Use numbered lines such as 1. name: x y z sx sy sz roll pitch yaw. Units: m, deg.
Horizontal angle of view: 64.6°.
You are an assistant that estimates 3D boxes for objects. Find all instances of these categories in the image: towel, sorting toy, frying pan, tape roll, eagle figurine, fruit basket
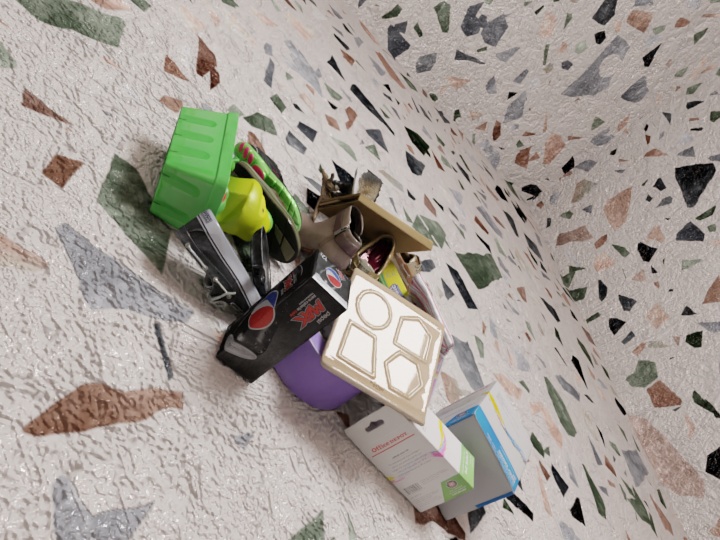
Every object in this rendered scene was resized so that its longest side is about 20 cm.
1. towel: 0.131 0.102 1.131 0.201 0.029 0.149 91 -25 -72
2. sorting toy: 0.038 0.114 0.873 0.182 0.037 0.203 32 45 -13
3. frying pan: -0.152 0.010 0.870 0.192 0.030 0.118 -100 -174 -57
4. tape roll: -0.057 0.112 0.920 0.199 0.084 0.203 41 28 -27
5. eagle figurine: -0.013 -0.146 1.264 0.197 0.154 0.152 26 16 -36
6. fruit basket: -0.213 -0.133 0.896 0.211 0.157 0.219 23 38 -18

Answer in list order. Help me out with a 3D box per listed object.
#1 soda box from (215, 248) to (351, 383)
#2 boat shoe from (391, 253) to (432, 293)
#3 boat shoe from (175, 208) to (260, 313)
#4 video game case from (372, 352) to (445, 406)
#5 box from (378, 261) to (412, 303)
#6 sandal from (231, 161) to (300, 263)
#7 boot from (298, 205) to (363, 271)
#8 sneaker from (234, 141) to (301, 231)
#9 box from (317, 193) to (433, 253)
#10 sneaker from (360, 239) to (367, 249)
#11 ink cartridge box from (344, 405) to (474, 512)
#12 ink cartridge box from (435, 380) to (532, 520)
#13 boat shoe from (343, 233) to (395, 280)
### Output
1. soda box: -0.104 0.065 0.760 0.070 0.199 0.064 40 27 -21
2. boat shoe: 0.112 -0.004 1.362 0.200 0.071 0.076 46 27 -16
3. boat shoe: -0.194 0.014 0.810 0.074 0.067 0.202 47 -16 48
4. video game case: 0.091 0.187 1.004 0.200 0.018 0.147 45 63 -53
5. box: 0.086 0.099 1.161 0.118 0.047 0.204 90 -24 -65
6. sandal: -0.161 -0.109 1.008 0.204 0.079 0.057 58 31 9
7. boot: -0.058 -0.072 1.066 0.069 0.145 0.204 27 36 -40
8. sneaker: -0.164 -0.159 1.071 0.203 0.076 0.083 58 29 4
9. box: 0.028 -0.089 1.134 0.197 0.162 0.022 31 73 -29
10. sneaker: -0.014 -0.046 1.196 0.199 0.074 0.085 30 20 -55
11. ink cartridge box: 0.079 0.280 0.912 0.201 0.116 0.068 48 29 -13
12. ink cartridge box: 0.208 0.322 1.045 0.147 0.146 0.199 61 26 7
13. boat shoe: 0.000 0.000 1.084 0.073 0.067 0.201 38 58 0
